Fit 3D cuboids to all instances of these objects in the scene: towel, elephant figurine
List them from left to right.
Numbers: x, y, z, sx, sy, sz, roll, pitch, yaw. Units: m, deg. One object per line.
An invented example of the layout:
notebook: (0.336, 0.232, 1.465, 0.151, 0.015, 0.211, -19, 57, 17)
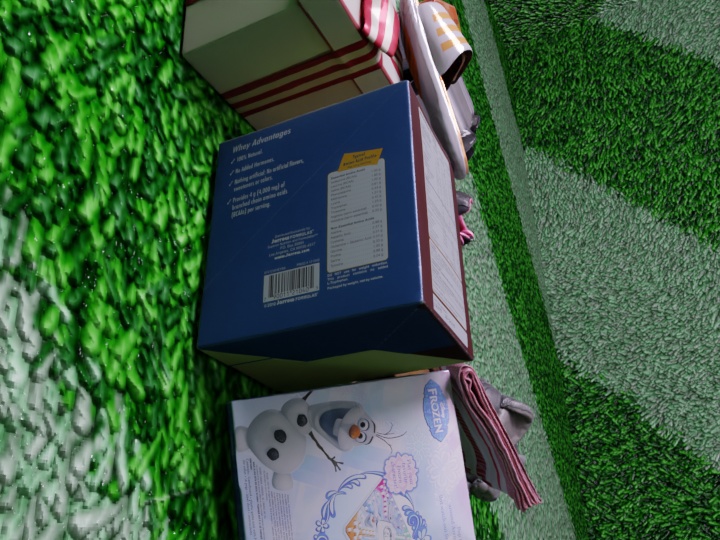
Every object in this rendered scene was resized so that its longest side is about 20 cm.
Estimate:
towel: (0.097, 0.151, 0.654, 0.146, 0.022, 0.200, 63, -13, -5)
elephant figurine: (0.179, 0.218, 0.931, 0.155, 0.139, 0.205, -40, 139, -64)

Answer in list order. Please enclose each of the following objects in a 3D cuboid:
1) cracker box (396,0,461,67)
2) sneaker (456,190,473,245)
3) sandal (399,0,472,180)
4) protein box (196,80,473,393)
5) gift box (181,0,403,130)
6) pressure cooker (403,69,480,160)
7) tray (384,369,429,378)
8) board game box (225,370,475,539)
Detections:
cracker box: (0.020, -0.270, 0.796, 0.134, 0.196, 0.059, -43, 118, -64)
sneaker: (0.128, -0.044, 1.008, 0.080, 0.093, 0.203, -65, 166, -50)
sandal: (0.089, -0.197, 0.658, 0.079, 0.058, 0.211, 85, -12, -85)
protein box: (-0.019, -0.021, 0.569, 0.135, 0.195, 0.204, 45, 38, -54)
gift box: (-0.046, -0.258, 0.649, 0.199, 0.183, 0.189, 32, 50, -59)
pressure cooker: (0.083, -0.235, 0.960, 0.201, 0.175, 0.179, 53, 30, -44)
tray: (0.050, 0.141, 0.701, 0.100, 0.036, 0.201, 60, -13, 16)
board game box: (-0.003, 0.197, 0.532, 0.043, 0.195, 0.205, 147, -63, -67)
